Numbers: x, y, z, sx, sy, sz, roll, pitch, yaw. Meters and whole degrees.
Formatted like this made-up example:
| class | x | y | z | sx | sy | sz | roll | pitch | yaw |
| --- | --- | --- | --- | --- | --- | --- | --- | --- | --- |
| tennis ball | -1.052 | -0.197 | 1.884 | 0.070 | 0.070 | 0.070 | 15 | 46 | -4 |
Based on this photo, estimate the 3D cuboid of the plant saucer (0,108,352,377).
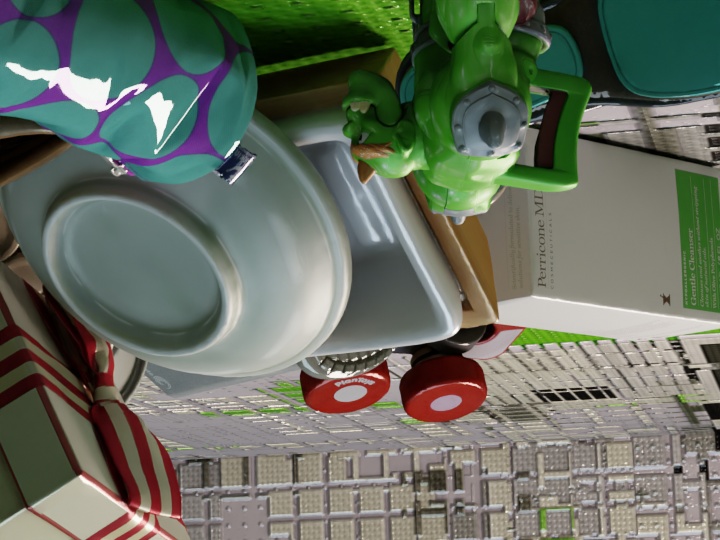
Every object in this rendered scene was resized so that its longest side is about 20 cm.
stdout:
| class | x | y | z | sx | sy | sz | roll | pitch | yaw |
| --- | --- | --- | --- | --- | --- | --- | --- | --- | --- |
| plant saucer | -0.104 | -0.011 | 1.098 | 0.199 | 0.050 | 0.201 | 15 | 135 | 16 |

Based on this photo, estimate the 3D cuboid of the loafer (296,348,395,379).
| class | x | y | z | sx | sy | sz | roll | pitch | yaw |
| --- | --- | --- | --- | --- | --- | --- | --- | --- | --- |
| loafer | 0.000 | 0.000 | 1.326 | 0.069 | 0.076 | 0.200 | 7 | -149 | 30 |

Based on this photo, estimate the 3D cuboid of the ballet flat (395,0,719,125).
| class | x | y | z | sx | sy | sz | roll | pitch | yaw |
| --- | --- | --- | --- | --- | --- | --- | --- | --- | --- |
| ballet flat | 0.112 | -0.106 | 0.994 | 0.199 | 0.074 | 0.073 | -12 | 167 | 20 |

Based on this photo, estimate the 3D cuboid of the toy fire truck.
| class | x | y | z | sx | sy | sz | roll | pitch | yaw |
| --- | --- | --- | --- | --- | --- | --- | --- | --- | --- |
| toy fire truck | 0.042 | 0.021 | 1.593 | 0.199 | 0.113 | 0.168 | 6 | 146 | -25 |

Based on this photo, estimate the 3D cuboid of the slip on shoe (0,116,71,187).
| class | x | y | z | sx | sy | sz | roll | pitch | yaw |
| --- | --- | --- | --- | --- | --- | --- | --- | --- | --- |
| slip on shoe | -0.211 | -0.053 | 1.062 | 0.199 | 0.061 | 0.076 | -25 | 151 | 24 |

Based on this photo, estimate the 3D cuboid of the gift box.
| class | x | y | z | sx | sy | sz | roll | pitch | yaw |
| --- | --- | --- | --- | --- | --- | --- | --- | --- | --- |
| gift box | -0.204 | 0.107 | 1.209 | 0.186 | 0.185 | 0.200 | -32 | 156 | 5 |

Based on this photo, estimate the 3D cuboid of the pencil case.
| class | x | y | z | sx | sy | sz | roll | pitch | yaw |
| --- | --- | --- | --- | --- | --- | --- | --- | --- | --- |
| pencil case | -0.129 | -0.091 | 0.938 | 0.085 | 0.093 | 0.200 | 41 | -165 | 33 |

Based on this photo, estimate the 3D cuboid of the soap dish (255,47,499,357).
| class | x | y | z | sx | sy | sz | roll | pitch | yaw |
| --- | --- | --- | --- | --- | --- | --- | --- | --- | --- |
| soap dish | -0.038 | -0.031 | 1.140 | 0.199 | 0.081 | 0.158 | -8 | 125 | 31 |

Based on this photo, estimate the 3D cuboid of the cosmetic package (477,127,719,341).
| class | x | y | z | sx | sy | sz | roll | pitch | yaw |
| --- | --- | --- | --- | --- | --- | --- | --- | --- | --- |
| cosmetic package | 0.138 | -0.019 | 1.346 | 0.085 | 0.108 | 0.199 | -11 | 167 | 43 |

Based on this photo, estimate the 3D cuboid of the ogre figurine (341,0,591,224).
| class | x | y | z | sx | sy | sz | roll | pitch | yaw |
| --- | --- | --- | --- | --- | --- | --- | --- | --- | --- |
| ogre figurine | 0.044 | -0.091 | 0.878 | 0.097 | 0.121 | 0.200 | 2 | 169 | -22 |

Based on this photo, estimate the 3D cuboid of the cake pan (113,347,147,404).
| class | x | y | z | sx | sy | sz | roll | pitch | yaw |
| --- | --- | --- | --- | --- | --- | --- | --- | --- | --- |
| cake pan | -0.239 | 0.038 | 1.435 | 0.199 | 0.201 | 0.037 | 0 | 134 | -8 |

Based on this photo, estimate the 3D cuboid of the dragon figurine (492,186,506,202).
| class | x | y | z | sx | sy | sz | roll | pitch | yaw |
| --- | --- | --- | --- | --- | --- | --- | --- | --- | --- |
| dragon figurine | -0.021 | -0.046 | 1.226 | 0.199 | 0.059 | 0.100 | -11 | 127 | 25 |

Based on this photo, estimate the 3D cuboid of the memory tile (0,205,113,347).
| class | x | y | z | sx | sy | sz | roll | pitch | yaw |
| --- | --- | --- | --- | --- | --- | --- | --- | --- | --- |
| memory tile | -0.255 | 0.011 | 1.291 | 0.153 | 0.017 | 0.200 | -26 | 127 | 11 |

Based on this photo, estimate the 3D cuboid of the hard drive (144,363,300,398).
| class | x | y | z | sx | sy | sz | roll | pitch | yaw |
| --- | --- | --- | --- | --- | --- | --- | --- | --- | --- |
| hard drive | -0.128 | 0.029 | 1.580 | 0.140 | 0.033 | 0.200 | 43 | 150 | -20 |
